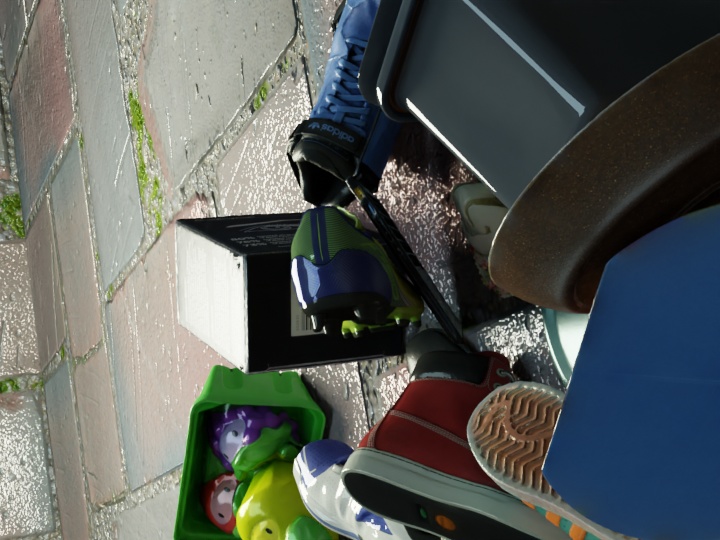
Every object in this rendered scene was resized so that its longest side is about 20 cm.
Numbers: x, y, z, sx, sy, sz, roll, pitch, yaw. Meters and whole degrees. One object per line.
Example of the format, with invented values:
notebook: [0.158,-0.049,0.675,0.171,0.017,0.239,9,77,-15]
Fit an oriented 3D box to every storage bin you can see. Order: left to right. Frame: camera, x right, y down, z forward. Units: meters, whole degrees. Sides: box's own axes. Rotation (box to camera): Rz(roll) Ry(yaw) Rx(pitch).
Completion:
storage bin: [0.126,-0.109,0.632,0.134,0.200,0.146,53,142,32]

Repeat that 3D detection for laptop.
laptop: [0.058,-0.066,0.880,0.200,0.116,0.187,56,-176,2]

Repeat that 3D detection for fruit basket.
fruit basket: [-0.103,0.220,1.248,0.216,0.155,0.216,-174,90,-80]

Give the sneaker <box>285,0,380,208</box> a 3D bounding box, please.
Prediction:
sneaker: [-0.004,-0.131,0.977,0.200,0.077,0.111,109,-174,-47]

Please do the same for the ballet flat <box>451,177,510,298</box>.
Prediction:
ballet flat: [0.096,-0.069,0.840,0.076,0.064,0.200,-127,39,-48]

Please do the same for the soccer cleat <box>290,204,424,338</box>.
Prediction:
soccer cleat: [0.001,0.000,0.813,0.200,0.065,0.084,24,-124,-78]

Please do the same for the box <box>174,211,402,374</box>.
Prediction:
box: [-0.069,0.013,1.116,0.200,0.148,0.105,-157,65,-64]

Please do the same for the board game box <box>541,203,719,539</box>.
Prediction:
board game box: [0.171,0.044,0.598,0.039,0.157,0.200,-103,21,-58]

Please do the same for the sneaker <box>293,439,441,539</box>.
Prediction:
sneaker: [0.027,0.184,1.031,0.199,0.080,0.115,44,129,46]

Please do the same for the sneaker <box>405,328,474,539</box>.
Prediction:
sneaker: [0.059,0.126,0.928,0.074,0.088,0.200,110,148,-44]

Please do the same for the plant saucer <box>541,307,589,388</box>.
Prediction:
plant saucer: [0.161,0.019,0.745,0.200,0.036,0.201,175,90,-65]

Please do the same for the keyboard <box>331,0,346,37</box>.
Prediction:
keyboard: [0.010,-0.218,1.033,0.200,0.040,0.104,136,127,-60]

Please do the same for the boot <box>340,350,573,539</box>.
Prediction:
boot: [0.105,0.124,0.846,0.200,0.144,0.073,20,143,25]

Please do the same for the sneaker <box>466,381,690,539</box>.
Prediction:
sneaker: [0.138,0.135,0.745,0.080,0.071,0.200,52,169,-32]

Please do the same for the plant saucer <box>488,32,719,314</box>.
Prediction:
plant saucer: [0.152,-0.039,0.569,0.035,0.200,0.200,58,146,22]
